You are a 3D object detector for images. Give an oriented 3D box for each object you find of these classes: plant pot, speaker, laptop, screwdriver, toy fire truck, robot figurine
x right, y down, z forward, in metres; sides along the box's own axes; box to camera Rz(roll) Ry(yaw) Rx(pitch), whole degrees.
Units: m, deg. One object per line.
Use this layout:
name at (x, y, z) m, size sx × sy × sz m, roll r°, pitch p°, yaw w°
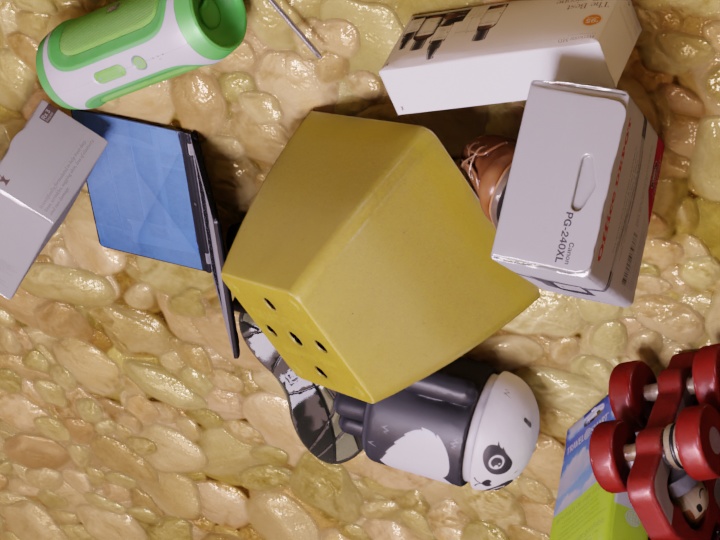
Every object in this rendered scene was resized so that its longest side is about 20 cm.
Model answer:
plant pot at (0.000, 0.000, 1.698) m, size 0.200 × 0.176 × 0.200 m, roll 14°, pitch 146°, yaw 56°
speaker at (-0.196, -0.203, 1.715) m, size 0.199 × 0.089 × 0.089 m, roll -15°, pitch 124°, yaw 38°
laptop at (-0.197, -0.036, 1.873) m, size 0.115 × 0.201 × 0.188 m, roll -12°, pitch 135°, yaw -7°
screwdriver at (-0.099, -0.256, 1.656) m, size 0.200 × 0.028 × 0.029 m, roll 49°, pitch 166°, yaw -24°
toy fire truck at (0.299, 0.174, 1.757) m, size 0.112 × 0.200 × 0.168 m, roll -14°, pitch 121°, yaw 32°
robot figurine at (0.076, 0.144, 1.896) m, size 0.199 × 0.150 × 0.126 m, roll 15°, pitch 102°, yaw 15°

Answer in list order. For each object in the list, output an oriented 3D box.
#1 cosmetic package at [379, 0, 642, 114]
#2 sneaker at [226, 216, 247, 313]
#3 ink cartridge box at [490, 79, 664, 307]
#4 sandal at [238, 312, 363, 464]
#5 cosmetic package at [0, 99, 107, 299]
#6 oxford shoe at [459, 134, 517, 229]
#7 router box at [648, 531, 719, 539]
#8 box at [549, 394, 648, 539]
cosmetic package at (0.121, -0.179, 1.573) m, size 0.199 × 0.083 × 0.051 m, roll -4°, pitch 131°, yaw 31°
sneaker at (-0.086, -0.028, 1.857) m, size 0.103 × 0.060 × 0.201 m, roll 10°, pitch 141°, yaw 15°
ink cartridge box at (0.178, -0.058, 1.549) m, size 0.083 × 0.146 × 0.200 m, roll 12°, pitch 176°, yaw 19°
sandal at (-0.051, 0.105, 1.983) m, size 0.079 × 0.057 × 0.202 m, roll -28°, pitch 101°, yaw 10°
cosmetic package at (-0.326, -0.067, 1.886) m, size 0.081 × 0.113 × 0.200 m, roll 34°, pitch 151°, yaw -8°
oxford shoe at (0.112, -0.079, 1.614) m, size 0.071 × 0.200 × 0.072 m, roll 29°, pitch 99°, yaw 5°
router box at (0.333, 0.265, 1.826) m, size 0.148 × 0.201 × 0.051 m, roll 12°, pitch 138°, yaw 18°
box at (0.230, 0.217, 1.839) m, size 0.047 × 0.201 × 0.122 m, roll 26°, pitch 140°, yaw -14°
